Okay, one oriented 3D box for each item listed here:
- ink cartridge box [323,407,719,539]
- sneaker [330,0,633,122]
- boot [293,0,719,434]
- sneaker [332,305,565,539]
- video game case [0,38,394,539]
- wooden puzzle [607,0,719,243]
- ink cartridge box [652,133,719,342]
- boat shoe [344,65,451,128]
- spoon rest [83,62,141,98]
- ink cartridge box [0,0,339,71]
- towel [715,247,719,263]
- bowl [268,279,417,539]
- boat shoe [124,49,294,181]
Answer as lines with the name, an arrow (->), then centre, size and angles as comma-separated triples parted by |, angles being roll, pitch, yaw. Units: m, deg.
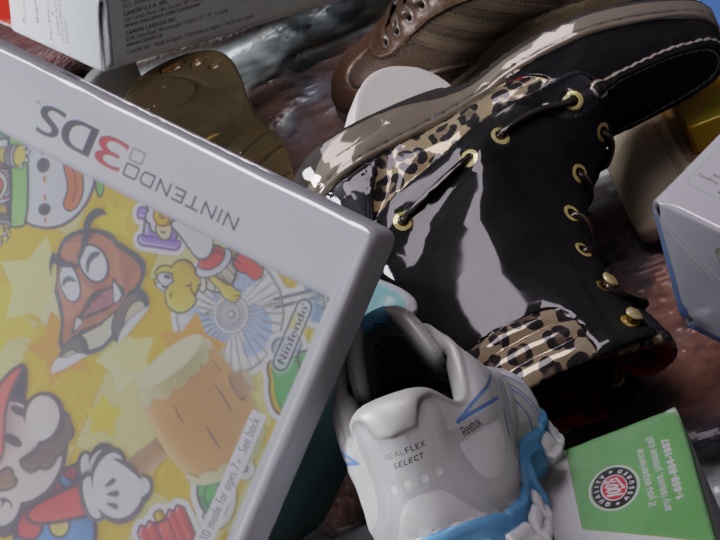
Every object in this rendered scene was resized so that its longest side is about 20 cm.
ink cartridge box -> 0.045, 0.155, 0.962 | 0.199, 0.088, 0.146 | -20, 37, 9
sneaker -> 0.053, -0.139, 1.278 | 0.199, 0.076, 0.071 | -27, 34, 29
boot -> 0.088, -0.020, 1.121 | 0.199, 0.073, 0.151 | -22, 61, -13
sneaker -> 0.025, 0.048, 0.941 | 0.075, 0.087, 0.200 | -24, 9, 3
video game case -> -0.104, 0.041, 0.926 | 0.181, 0.023, 0.201 | 26, 98, 22
wooden puzzle -> 0.193, -0.111, 1.219 | 0.199, 0.037, 0.186 | -24, 37, 6
ink cartridge box -> 0.232, -0.041, 1.061 | 0.136, 0.077, 0.200 | 28, 63, 35
boat shoe -> 0.000, 0.000, 1.188 | 0.071, 0.069, 0.201 | 11, 52, -5
spoon rest -> -0.176, -0.078, 1.412 | 0.199, 0.061, 0.099 | 0, 43, 52
ink cartridge box -> -0.098, -0.166, 1.402 | 0.199, 0.044, 0.173 | -20, 30, -33
towel -> 0.239, 0.023, 0.947 | 0.199, 0.147, 0.022 | -18, 19, 11
bowl -> -0.081, 0.053, 1.044 | 0.199, 0.106, 0.201 | 5, 9, -1
boat shoe -> -0.062, -0.030, 1.261 | 0.072, 0.068, 0.200 | -22, 34, 1
